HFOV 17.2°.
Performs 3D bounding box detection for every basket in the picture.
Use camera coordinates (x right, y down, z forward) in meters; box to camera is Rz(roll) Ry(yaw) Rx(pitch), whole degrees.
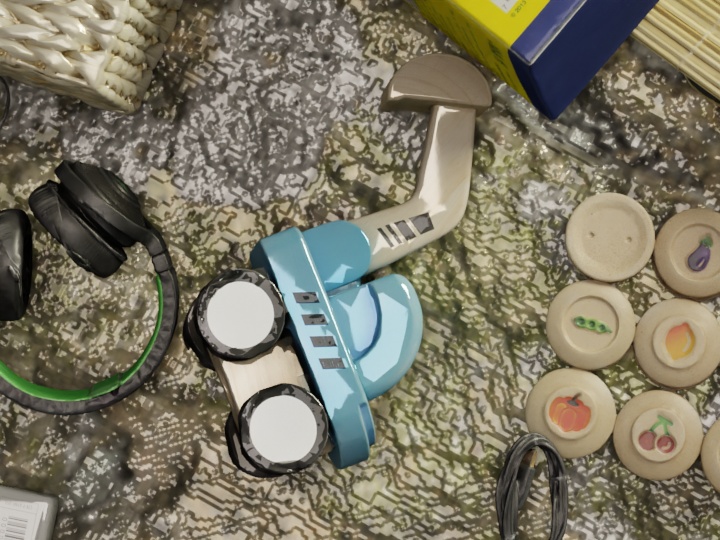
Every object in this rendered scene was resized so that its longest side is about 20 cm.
[{"bbox_3d":[-0.196,-0.172,1.298,0.200,0.136,0.124,18,89,6],"label":"basket"}]

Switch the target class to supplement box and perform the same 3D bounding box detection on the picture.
[{"bbox_3d":[0.058,-0.193,1.278,0.200,0.109,0.110,40,89,16],"label":"supplement box"}]

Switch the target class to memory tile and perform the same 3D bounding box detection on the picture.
[{"bbox_3d":[0.198,0.047,1.308,0.199,0.017,0.154,14,86,6],"label":"memory tile"}]

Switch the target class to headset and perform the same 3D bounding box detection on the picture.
[{"bbox_3d":[-0.178,-0.016,1.304,0.123,0.094,0.200,-25,95,2],"label":"headset"}]

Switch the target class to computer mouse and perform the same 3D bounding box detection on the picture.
[{"bbox_3d":[0.064,0.184,1.298,0.059,0.034,0.200,24,85,-10],"label":"computer mouse"}]

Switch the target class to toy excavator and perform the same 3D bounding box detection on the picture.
[{"bbox_3d":[0.000,0.000,1.298,0.200,0.100,0.195,-20,86,-11],"label":"toy excavator"}]

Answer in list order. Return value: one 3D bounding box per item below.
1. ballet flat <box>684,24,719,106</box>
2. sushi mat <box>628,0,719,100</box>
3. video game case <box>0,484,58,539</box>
[{"bbox_3d":[0.277,-0.113,1.306,0.199,0.057,0.067,-1,95,11],"label":"ballet flat"},{"bbox_3d":[0.201,-0.146,1.295,0.200,0.012,0.096,40,90,25],"label":"sushi mat"},{"bbox_3d":[-0.276,0.206,1.328,0.182,0.024,0.201,11,87,6],"label":"video game case"}]
